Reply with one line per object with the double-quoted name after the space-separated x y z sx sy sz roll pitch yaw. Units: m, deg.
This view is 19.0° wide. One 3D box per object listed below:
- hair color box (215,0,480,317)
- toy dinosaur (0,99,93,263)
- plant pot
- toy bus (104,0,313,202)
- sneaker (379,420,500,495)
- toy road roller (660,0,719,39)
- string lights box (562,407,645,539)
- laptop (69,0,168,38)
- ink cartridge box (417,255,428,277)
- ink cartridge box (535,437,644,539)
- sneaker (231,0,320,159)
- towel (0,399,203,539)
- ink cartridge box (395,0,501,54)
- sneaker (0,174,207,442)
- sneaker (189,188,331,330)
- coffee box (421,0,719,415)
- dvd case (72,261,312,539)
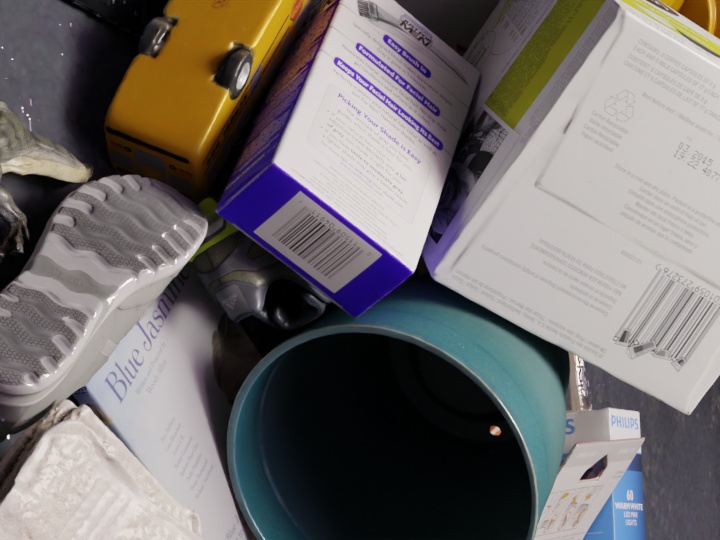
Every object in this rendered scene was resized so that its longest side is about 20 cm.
-0.004 -0.080 1.302 0.109 0.065 0.200 38 43 -16 "hair color box"
-0.200 -0.056 1.171 0.200 0.047 0.088 34 49 -54 "toy dinosaur"
0.043 0.090 1.366 0.188 0.200 0.200 -47 123 -59 "plant pot"
-0.080 -0.144 1.302 0.078 0.065 0.200 88 26 -62 "toy bus"
0.055 0.133 1.515 0.200 0.073 0.077 -22 139 -45 "sneaker"
0.192 -0.212 1.544 0.146 0.123 0.200 -12 52 -45 "toy road roller"
0.160 0.209 1.636 0.059 0.103 0.200 12 74 -56 "string lights box"
-0.122 -0.245 1.276 0.200 0.103 0.177 25 64 -54 "laptop"
0.128 -0.051 1.597 0.145 0.145 0.200 -18 98 -58 "ink cartridge box"
0.117 0.184 1.511 0.176 0.045 0.200 -61 160 7 "ink cartridge box"
-0.051 -0.154 1.401 0.086 0.080 0.200 39 47 -36 "sneaker"
-0.168 0.180 1.132 0.133 0.034 0.200 49 59 -31 "towel"
0.083 -0.239 1.509 0.144 0.084 0.200 20 38 -17 "ink cartridge box"
-0.160 0.017 1.202 0.075 0.082 0.200 36 46 9 "sneaker"
-0.040 -0.003 1.344 0.200 0.074 0.081 -4 67 -53 "sneaker"
0.163 -0.066 1.372 0.200 0.200 0.198 29 15 -18 "coffee box"
-0.101 0.081 1.323 0.200 0.018 0.143 59 40 -33 "dvd case"
